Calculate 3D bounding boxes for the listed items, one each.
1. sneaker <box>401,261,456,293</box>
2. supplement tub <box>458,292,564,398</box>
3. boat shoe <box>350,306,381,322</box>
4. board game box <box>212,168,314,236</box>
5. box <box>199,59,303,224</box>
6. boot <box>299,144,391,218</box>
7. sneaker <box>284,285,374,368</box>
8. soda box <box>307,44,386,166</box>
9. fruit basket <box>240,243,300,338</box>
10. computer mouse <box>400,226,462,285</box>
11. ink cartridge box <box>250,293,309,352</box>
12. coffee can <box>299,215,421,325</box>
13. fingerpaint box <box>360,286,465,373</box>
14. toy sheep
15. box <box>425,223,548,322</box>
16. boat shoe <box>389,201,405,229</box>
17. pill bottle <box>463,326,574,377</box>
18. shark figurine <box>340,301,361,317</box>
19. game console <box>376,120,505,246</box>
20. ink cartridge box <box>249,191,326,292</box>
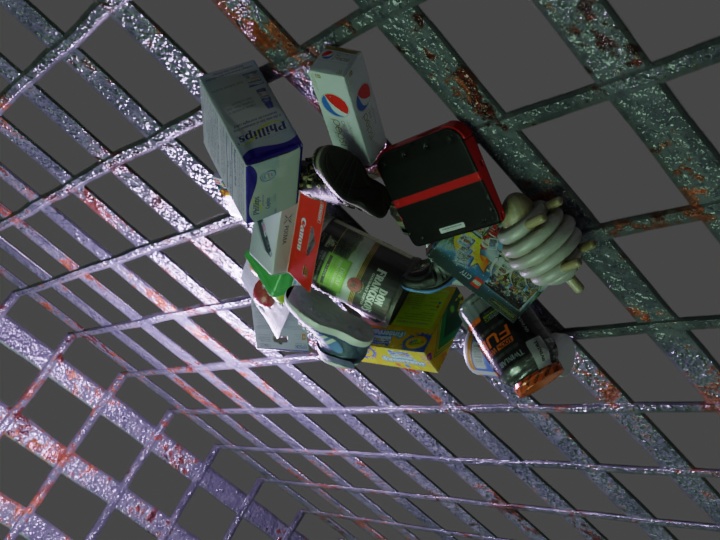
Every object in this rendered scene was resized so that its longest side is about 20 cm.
[{"bbox_3d":[0.160,-0.022,1.613,0.199,0.071,0.083,-25,115,18],"label":"sneaker"},{"bbox_3d":[0.278,0.124,1.651,0.200,0.122,0.123,58,159,20],"label":"supplement tub"},{"bbox_3d":[-0.010,0.047,1.878,0.200,0.071,0.063,44,145,34],"label":"boat shoe"},{"bbox_3d":[-0.197,-0.142,1.843,0.200,0.035,0.126,16,149,25],"label":"board game box"},{"bbox_3d":[-0.189,-0.218,1.541,0.200,0.105,0.184,61,161,22],"label":"box"},{"bbox_3d":[-0.053,-0.157,1.521,0.150,0.073,0.200,18,173,39],"label":"boot"},{"bbox_3d":[-0.080,0.126,1.792,0.200,0.081,0.147,29,138,-3],"label":"sneaker"},{"bbox_3d":[-0.018,-0.262,1.447,0.068,0.064,0.200,16,150,26],"label":"soda box"},{"bbox_3d":[-0.195,0.022,1.991,0.185,0.094,0.200,54,146,26],"label":"fruit basket"},{"bbox_3d":[0.157,-0.028,1.685,0.110,0.044,0.200,-1,139,43],"label":"computer mouse"},{"bbox_3d":[-0.176,0.081,2.054,0.196,0.043,0.200,-1,97,46],"label":"ink cartridge box"},{"bbox_3d":[0.000,0.000,1.770,0.200,0.146,0.146,26,152,8],"label":"coffee can"},{"bbox_3d":[0.098,0.113,1.842,0.200,0.167,0.073,3,142,40],"label":"fingerpaint box"},{"bbox_3d":[0.295,-0.041,1.443,0.200,0.138,0.138,54,148,-7],"label":"toy sheep"},{"bbox_3d":[0.231,-0.022,1.546,0.200,0.038,0.137,37,109,-12],"label":"box"},{"bbox_3d":[0.108,-0.123,1.544,0.073,0.075,0.200,41,149,-20],"label":"boat shoe"},{"bbox_3d":[0.313,0.159,1.771,0.200,0.112,0.112,1,141,42],"label":"pill bottle"},{"bbox_3d":[-0.034,0.074,1.966,0.089,0.128,0.215,34,-157,-51],"label":"shark figurine"},{"bbox_3d":[0.126,-0.138,1.464,0.200,0.031,0.177,-15,106,46],"label":"game console"},{"bbox_3d":[-0.142,-0.080,1.712,0.174,0.044,0.200,41,130,43],"label":"ink cartridge box"}]
